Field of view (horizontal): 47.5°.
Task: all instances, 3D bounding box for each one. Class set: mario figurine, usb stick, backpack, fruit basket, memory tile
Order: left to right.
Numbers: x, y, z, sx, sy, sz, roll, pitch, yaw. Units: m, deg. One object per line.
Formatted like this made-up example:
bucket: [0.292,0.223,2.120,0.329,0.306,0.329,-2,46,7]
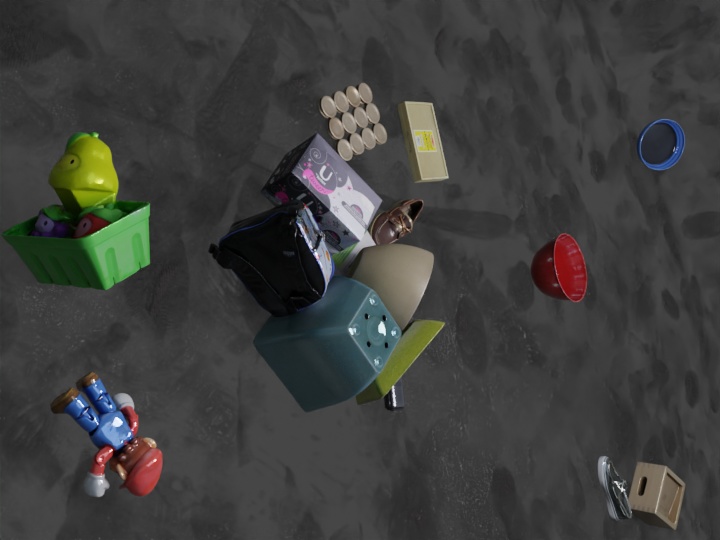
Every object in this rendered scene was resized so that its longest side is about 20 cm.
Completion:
fruit basket: [-0.409,-0.089,1.183,0.155,0.215,0.217,-39,109,-48]
mario figurine: [-0.383,0.259,1.236,0.123,0.106,0.201,-36,99,-11]
backpack: [-0.143,-0.021,1.507,0.191,0.199,0.154,64,27,-15]
memory tile: [-0.017,-0.342,1.869,0.200,0.017,0.154,-33,105,-48]
usb stick: [0.067,0.208,1.798,0.055,0.032,0.202,7,74,-48]

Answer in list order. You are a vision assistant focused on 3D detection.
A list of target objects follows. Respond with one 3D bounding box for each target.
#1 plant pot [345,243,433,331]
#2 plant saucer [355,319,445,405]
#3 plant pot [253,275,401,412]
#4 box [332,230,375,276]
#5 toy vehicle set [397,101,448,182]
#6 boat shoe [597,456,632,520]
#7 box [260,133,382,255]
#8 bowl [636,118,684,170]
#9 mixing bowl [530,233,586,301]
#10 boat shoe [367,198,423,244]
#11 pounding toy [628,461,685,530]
plant pot: [0.044,0.024,1.672,0.134,0.200,0.201,27,55,-8]
plant saucer: [0.064,0.177,1.656,0.048,0.200,0.200,43,71,-2]
plant pot: [-0.041,0.130,1.561,0.196,0.199,0.197,56,44,-23]
box: [0.000,0.000,1.777,0.201,0.036,0.145,59,42,-21]
toy vehicle set: [0.158,-0.324,2.063,0.124,0.026,0.202,-9,87,-51]
boat shoe: [0.779,0.659,2.486,0.072,0.071,0.201,-22,96,-50]
box: [-0.075,-0.148,1.642,0.200,0.114,0.133,44,48,-19]
bowl: [1.185,-0.500,3.236,0.199,0.039,0.202,-4,107,-13]
mixing bowl: [0.569,0.001,2.396,0.199,0.108,0.202,18,66,-47]
boat shoe: [0.086,-0.111,1.880,0.200,0.072,0.073,-43,112,-47]
pounding toy: [0.949,0.710,2.648,0.184,0.142,0.201,39,62,-35]
